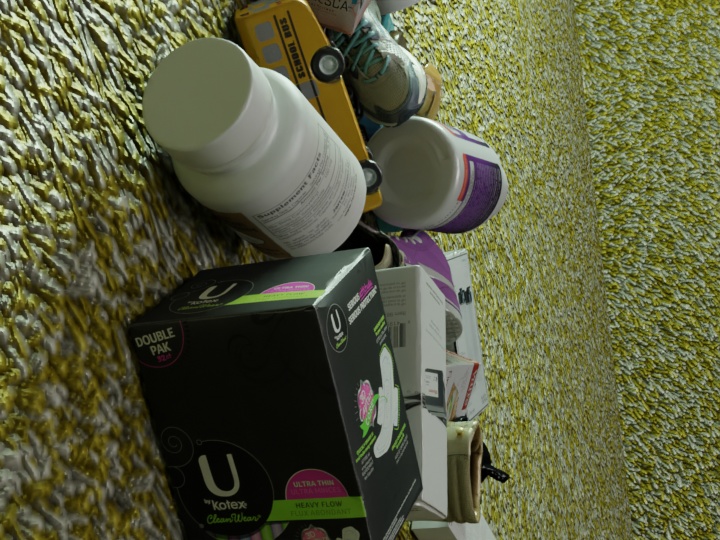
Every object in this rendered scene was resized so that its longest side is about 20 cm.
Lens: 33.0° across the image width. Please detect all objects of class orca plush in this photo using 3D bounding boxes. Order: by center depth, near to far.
[{"bbox_3d":[0.122,0.224,1.298,0.106,0.071,0.200,-64,159,-19],"label":"orca plush"}]

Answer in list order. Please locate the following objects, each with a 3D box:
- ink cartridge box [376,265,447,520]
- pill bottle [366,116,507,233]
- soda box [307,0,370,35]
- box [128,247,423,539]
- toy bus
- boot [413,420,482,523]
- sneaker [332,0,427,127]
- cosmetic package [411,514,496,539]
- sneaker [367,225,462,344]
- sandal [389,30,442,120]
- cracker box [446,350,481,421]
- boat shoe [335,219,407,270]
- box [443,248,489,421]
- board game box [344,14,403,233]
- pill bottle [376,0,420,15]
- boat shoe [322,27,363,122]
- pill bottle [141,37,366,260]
[{"bbox_3d":[-0.004,0.110,1.031,0.084,0.144,0.201,45,42,-61],"label":"ink cartridge box"},{"bbox_3d":[0.087,-0.095,1.285,0.200,0.111,0.112,3,80,-65],"label":"pill bottle"},{"bbox_3d":[-0.010,-0.297,1.158,0.200,0.063,0.069,-71,177,-56],"label":"soda box"},{"bbox_3d":[-0.056,0.103,0.881,0.124,0.148,0.201,-46,127,-64],"label":"box"},{"bbox_3d":[-0.042,-0.145,1.083,0.065,0.078,0.201,-110,-179,-68],"label":"toy bus"},{"bbox_3d":[0.033,0.136,1.111,0.073,0.154,0.202,16,68,-69],"label":"boot"},{"bbox_3d":[-0.008,-0.224,1.209,0.086,0.078,0.201,25,29,-55],"label":"sneaker"},{"bbox_3d":[0.114,0.315,1.436,0.200,0.050,0.083,62,26,-45],"label":"cosmetic package"},{"bbox_3d":[0.025,-0.013,1.243,0.200,0.072,0.115,40,34,-36],"label":"sneaker"},{"bbox_3d":[0.070,-0.192,1.348,0.200,0.054,0.081,60,30,-48],"label":"sandal"},{"bbox_3d":[0.058,0.152,1.257,0.200,0.057,0.135,7,101,-71],"label":"cracker box"},{"bbox_3d":[0.000,0.000,1.104,0.200,0.073,0.075,35,74,-36],"label":"boat shoe"},{"bbox_3d":[0.103,0.080,1.478,0.117,0.060,0.202,-20,103,-70],"label":"box"},{"bbox_3d":[0.026,-0.168,1.368,0.151,0.047,0.201,-74,150,-48],"label":"board game box"},{"bbox_3d":[0.007,-0.381,1.290,0.114,0.113,0.201,-68,146,-54],"label":"pill bottle"},{"bbox_3d":[-0.030,-0.162,1.190,0.069,0.056,0.201,-75,151,-48],"label":"boat shoe"},{"bbox_3d":[-0.080,-0.090,0.933,0.200,0.114,0.115,44,43,-61],"label":"pill bottle"}]
